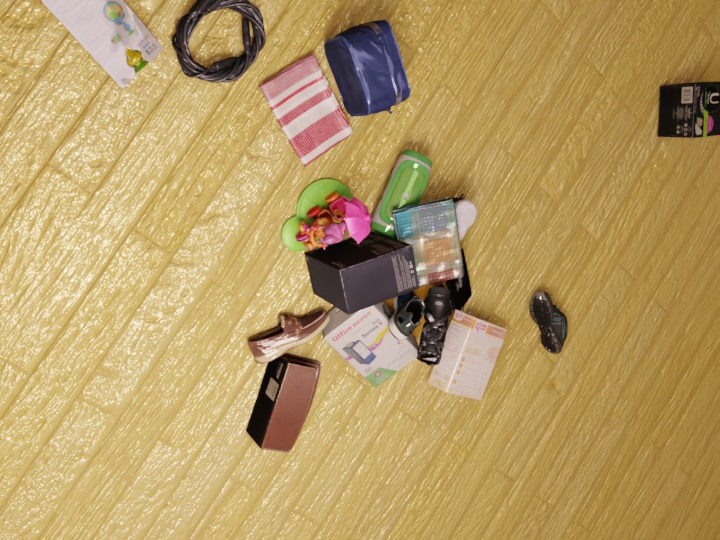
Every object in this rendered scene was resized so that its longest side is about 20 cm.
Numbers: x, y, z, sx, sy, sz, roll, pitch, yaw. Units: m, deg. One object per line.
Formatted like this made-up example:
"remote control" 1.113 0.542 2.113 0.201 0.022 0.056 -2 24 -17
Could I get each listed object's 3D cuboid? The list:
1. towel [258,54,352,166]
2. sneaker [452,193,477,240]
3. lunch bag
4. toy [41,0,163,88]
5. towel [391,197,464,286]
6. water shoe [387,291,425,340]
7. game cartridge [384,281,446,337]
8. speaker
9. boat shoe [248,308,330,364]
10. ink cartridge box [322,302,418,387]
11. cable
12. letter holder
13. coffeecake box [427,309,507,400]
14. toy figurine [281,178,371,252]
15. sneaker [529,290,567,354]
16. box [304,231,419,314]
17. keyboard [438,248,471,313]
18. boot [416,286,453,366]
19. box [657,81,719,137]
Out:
"towel" -0.115 -0.350 1.557 0.144 0.023 0.201 -36 114 -15
"sneaker" 0.204 -0.098 1.730 0.075 0.114 0.201 33 108 -15
"lunch bag" 0.026 -0.432 1.545 0.132 0.136 0.201 -28 112 -19
"toy" -0.482 -0.457 1.335 0.115 0.047 0.200 -49 121 -13
"towel" 0.159 -0.061 1.640 0.145 0.022 0.202 -13 113 -1
"water shoe" 0.120 0.090 1.640 0.079 0.200 0.072 -36 107 25
"game cartridge" 0.104 0.068 1.752 0.176 0.032 0.201 31 88 -29
"speaker" 0.095 -0.175 1.664 0.088 0.088 0.201 24 89 -29
"boat shoe" -0.162 0.132 1.608 0.199 0.072 0.072 -29 112 -13
"ink cartridge box" 0.024 0.156 1.671 0.145 0.088 0.200 -37 115 12
"cable" -0.285 -0.464 1.437 0.163 0.051 0.201 39 79 -33
"letter holder" -0.154 0.304 1.630 0.141 0.100 0.202 18 92 -30
"coffeecake box" 0.277 0.218 1.826 0.153 0.073 0.202 20 91 -42
"toy figurine" -0.060 -0.102 1.544 0.199 0.184 0.151 -37 114 -14
"sneaker" 0.522 0.132 1.962 0.079 0.075 0.201 -39 122 -30
"box" 0.000 0.000 1.587 0.181 0.200 0.105 -18 109 -22
"keyboard" 0.227 0.033 1.770 0.104 0.039 0.201 -48 144 -22
"boot" 0.173 0.142 1.667 0.073 0.198 0.164 8 71 7
"box" 0.965 -0.458 2.021 0.198 0.124 0.150 -9 105 -25
